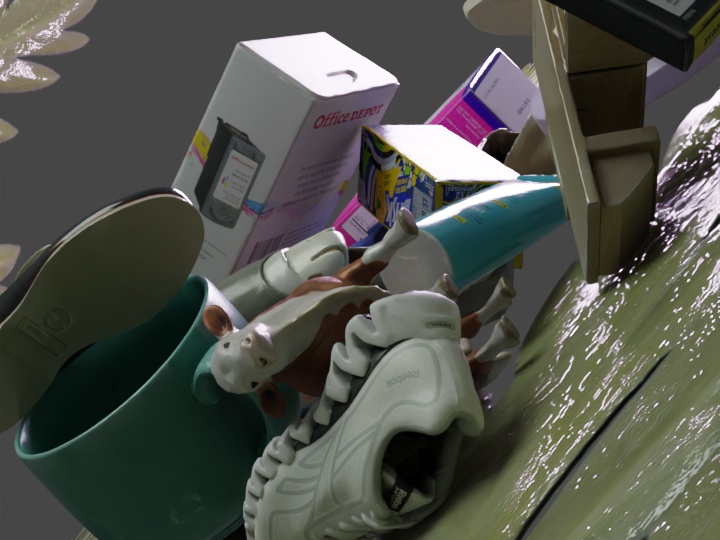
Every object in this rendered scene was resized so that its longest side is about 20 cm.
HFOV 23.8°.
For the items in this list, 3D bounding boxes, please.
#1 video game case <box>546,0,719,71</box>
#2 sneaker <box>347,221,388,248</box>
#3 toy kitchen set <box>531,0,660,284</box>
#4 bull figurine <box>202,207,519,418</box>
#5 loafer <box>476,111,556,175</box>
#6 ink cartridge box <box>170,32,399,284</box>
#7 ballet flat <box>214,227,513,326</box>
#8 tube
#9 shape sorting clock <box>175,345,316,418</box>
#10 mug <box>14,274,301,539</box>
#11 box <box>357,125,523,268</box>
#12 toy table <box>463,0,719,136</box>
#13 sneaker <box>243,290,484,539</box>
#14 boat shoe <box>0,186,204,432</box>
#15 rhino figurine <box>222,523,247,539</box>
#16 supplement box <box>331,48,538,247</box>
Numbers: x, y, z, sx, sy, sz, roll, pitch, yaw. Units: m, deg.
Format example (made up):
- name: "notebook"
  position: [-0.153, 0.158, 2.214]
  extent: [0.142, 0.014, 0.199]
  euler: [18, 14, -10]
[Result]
- name: "video game case"
  position: [0.132, -0.203, 0.856]
  extent: [0.181, 0.199, 0.026]
  euler: [-45, -29, -23]
- name: "sneaker"
  position: [0.020, 0.004, 1.348]
  extent: [0.083, 0.074, 0.200]
  euler: [-61, 24, -11]
- name: "toy kitchen set"
  position: [0.192, -0.096, 0.913]
  extent: [0.201, 0.179, 0.164]
  euler: [82, -179, -54]
- name: "bull figurine"
  position: [0.007, 0.035, 0.906]
  extent: [0.121, 0.065, 0.200]
  euler: [-35, -28, 18]
- name: "loafer"
  position: [0.112, -0.070, 1.319]
  extent: [0.200, 0.068, 0.076]
  euler: [-44, 5, 37]
- name: "ink cartridge box"
  position: [-0.071, -0.077, 1.334]
  extent: [0.147, 0.085, 0.201]
  euler: [-22, -37, -61]
- name: "ballet flat"
  position: [0.000, 0.000, 1.075]
  extent: [0.068, 0.198, 0.064]
  euler: [-103, 16, -52]
- name: "tube"
  position: [0.084, -0.029, 1.045]
  extent: [0.077, 0.051, 0.200]
  euler: [10, 22, 31]
- name: "shape sorting clock"
  position: [-0.076, 0.081, 1.162]
  extent: [0.200, 0.198, 0.040]
  euler: [141, 139, -61]
- name: "mug"
  position: [-0.107, 0.098, 0.997]
  extent: [0.152, 0.115, 0.185]
  euler: [-41, 20, -4]
- name: "box"
  position: [0.056, -0.057, 1.245]
  extent: [0.200, 0.069, 0.065]
  euler: [-133, 44, -68]
- name: "toy table"
  position: [0.179, -0.196, 1.185]
  extent: [0.200, 0.117, 0.184]
  euler: [-40, 24, 1]
- name: "sneaker"
  position: [0.000, 0.104, 0.858]
  extent: [0.075, 0.081, 0.201]
  euler: [-1, -43, -32]
- name: "boat shoe"
  position: [-0.173, 0.017, 1.020]
  extent: [0.200, 0.071, 0.063]
  euler: [-42, 22, 14]
- name: "rhino figurine"
  position: [-0.077, 0.169, 1.052]
  extent: [0.200, 0.060, 0.088]
  euler: [-44, 21, 19]
- name: "supplement box"
  position: [0.080, -0.082, 1.521]
  extent: [0.200, 0.103, 0.101]
  euler: [-43, 7, 33]
